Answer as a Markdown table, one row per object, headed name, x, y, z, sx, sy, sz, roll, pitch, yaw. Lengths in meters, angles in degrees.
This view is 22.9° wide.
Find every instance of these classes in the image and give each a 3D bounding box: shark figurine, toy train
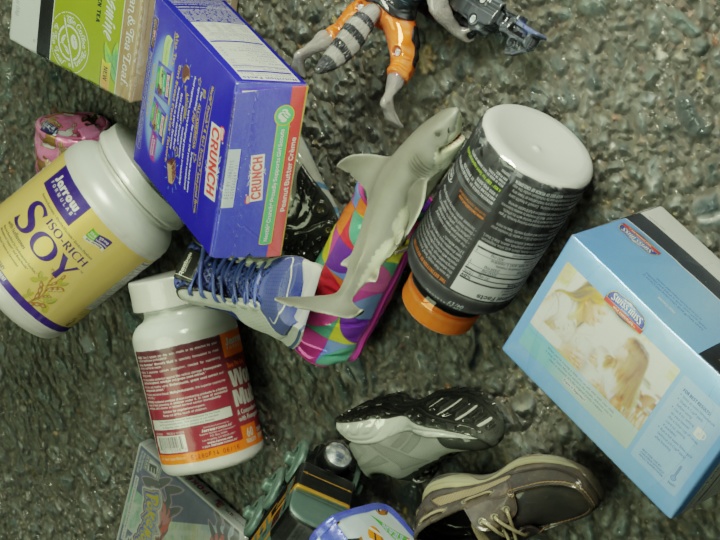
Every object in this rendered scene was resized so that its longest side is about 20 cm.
| name | x | y | z | sx | sy | sz | roll | pitch | yaw |
| --- | --- | --- | --- | --- | --- | --- | --- | --- | --- |
| shark figurine | 0.008 | -0.052 | 1.520 | 0.089 | 0.128 | 0.215 | 32 | 90 | 2 |
| toy train | -0.066 | 0.250 | 1.743 | 0.085 | 0.114 | 0.200 | 26 | 133 | -9 |

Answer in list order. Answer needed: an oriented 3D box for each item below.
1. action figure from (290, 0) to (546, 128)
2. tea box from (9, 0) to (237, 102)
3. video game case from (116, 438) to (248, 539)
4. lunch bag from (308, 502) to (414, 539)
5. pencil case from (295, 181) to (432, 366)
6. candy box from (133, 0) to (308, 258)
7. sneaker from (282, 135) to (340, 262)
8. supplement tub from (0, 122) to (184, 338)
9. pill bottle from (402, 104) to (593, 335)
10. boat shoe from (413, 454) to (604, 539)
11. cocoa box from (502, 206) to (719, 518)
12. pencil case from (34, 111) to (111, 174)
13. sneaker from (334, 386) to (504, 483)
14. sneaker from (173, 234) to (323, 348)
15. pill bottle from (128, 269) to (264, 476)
| name | x | y | z | sx | sy | sz | roll | pitch | yaw |
| --- | --- | --- | --- | --- | --- | --- | --- | --- | --- |
| action figure | 0.051 | -0.221 | 1.496 | 0.200 | 0.105 | 0.194 | 29 | 87 | 39 |
| tea box | -0.227 | -0.295 | 1.740 | 0.197 | 0.134 | 0.200 | 27 | 119 | 35 |
| video game case | -0.200 | 0.315 | 1.968 | 0.182 | 0.023 | 0.200 | 36 | 124 | 31 |
| lunch bag | 0.029 | 0.312 | 1.633 | 0.170 | 0.124 | 0.200 | 50 | 172 | 22 |
| pencil case | 0.000 | 0.000 | 1.648 | 0.088 | 0.088 | 0.200 | 48 | 131 | 23 |
| candy box | -0.128 | -0.131 | 1.592 | 0.200 | 0.077 | 0.169 | 50 | 135 | 50 |
| sneaker | -0.068 | -0.089 | 1.708 | 0.072 | 0.072 | 0.200 | -25 | 97 | 19 |
| supplement tub | -0.285 | -0.041 | 1.816 | 0.200 | 0.145 | 0.145 | -38 | 73 | 10 |
| pill bottle | 0.107 | -0.036 | 1.518 | 0.106 | 0.106 | 0.200 | 48 | 130 | 23 |
| boat shoe | 0.128 | 0.219 | 1.576 | 0.200 | 0.073 | 0.075 | -20 | 119 | 44 |
| cocoa box | 0.240 | 0.069 | 1.404 | 0.200 | 0.131 | 0.133 | 46 | 129 | 24 |
| pencil case | -0.315 | -0.071 | 1.927 | 0.083 | 0.087 | 0.200 | 11 | 113 | 9 |
| sneaker | 0.063 | 0.157 | 1.648 | 0.200 | 0.074 | 0.079 | -8 | 105 | 51 |
| sneaker | -0.111 | 0.016 | 1.641 | 0.199 | 0.115 | 0.081 | -177 | 104 | -75 |
| pill bottle | -0.171 | 0.100 | 1.818 | 0.109 | 0.109 | 0.200 | -8 | 97 | 44 |
